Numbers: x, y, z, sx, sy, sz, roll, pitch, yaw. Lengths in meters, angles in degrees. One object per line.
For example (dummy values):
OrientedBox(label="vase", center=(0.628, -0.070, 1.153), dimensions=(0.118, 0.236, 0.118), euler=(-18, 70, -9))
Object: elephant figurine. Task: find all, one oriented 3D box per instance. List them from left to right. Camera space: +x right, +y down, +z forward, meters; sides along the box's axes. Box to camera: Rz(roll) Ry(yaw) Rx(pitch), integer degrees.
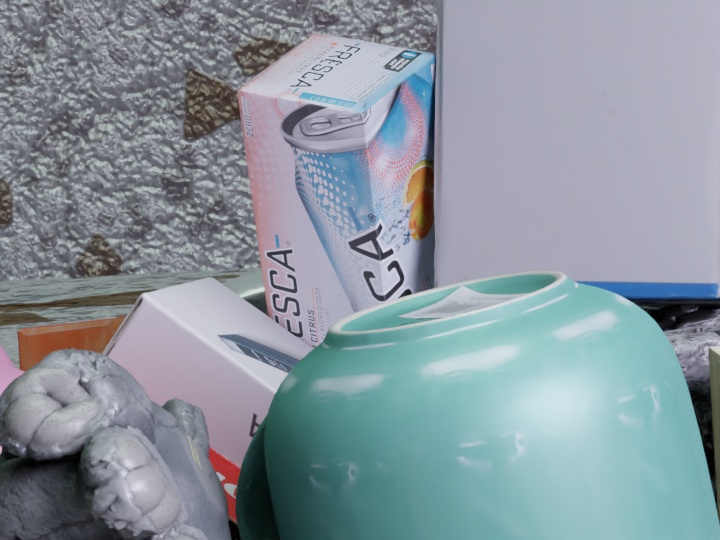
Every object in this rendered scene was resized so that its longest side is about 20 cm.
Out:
OrientedBox(label="elephant figurine", center=(-0.144, 0.119, 0.974), dimensions=(0.200, 0.142, 0.155), euler=(-29, -32, 5))

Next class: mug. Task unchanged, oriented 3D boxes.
OrientedBox(label="mug", center=(0.028, 0.068, 1.014), dimensions=(0.185, 0.114, 0.152), euler=(-11, 7, 12))

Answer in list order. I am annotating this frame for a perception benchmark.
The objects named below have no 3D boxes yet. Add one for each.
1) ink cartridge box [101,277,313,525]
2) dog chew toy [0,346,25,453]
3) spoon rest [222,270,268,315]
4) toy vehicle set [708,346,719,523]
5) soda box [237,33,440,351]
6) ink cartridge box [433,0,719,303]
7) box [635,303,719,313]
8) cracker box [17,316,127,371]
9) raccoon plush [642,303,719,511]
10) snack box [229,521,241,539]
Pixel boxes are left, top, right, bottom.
OrientedBox(label="ink cartridge box", center=(-0.021, 0.082, 1.174), dimensions=(0.200, 0.045, 0.176), euler=(35, 13, 10))
OrientedBox(label="dog chew toy", center=(-0.167, 0.086, 1.185), dimensions=(0.125, 0.125, 0.200), euler=(-8, 23, -44))
OrientedBox(label="spoon rest", center=(-0.004, 0.017, 1.360), dimensions=(0.200, 0.061, 0.099), euler=(-29, -36, -7))
OrientedBox(label="toy vehicle set", center=(0.238, 0.085, 1.099), dimensions=(0.200, 0.124, 0.027), euler=(-3, 4, -2))
OrientedBox(label="soda box", center=(0.000, 0.000, 1.268), dimensions=(0.068, 0.200, 0.064), euler=(12, 35, 30))
OrientedBox(label="ink cartridge box", center=(0.147, -0.058, 1.258), dimensions=(0.147, 0.145, 0.200), euler=(0, -1, 37))
OrientedBox(label="box", center=(0.154, 0.071, 1.385), dimensions=(0.200, 0.117, 0.197), euler=(-7, 5, -24))
OrientedBox(label="cracker box", center=(-0.086, 0.064, 1.512), dimensions=(0.134, 0.058, 0.200), euler=(-7, -10, 11))
OrientedBox(label="raccoon plush", center=(0.089, 0.097, 1.172), dimensions=(0.200, 0.134, 0.097), euler=(-14, 14, -13))
OrientedBox(label="snack box", center=(-0.059, 0.126, 1.149), dimensions=(0.024, 0.072, 0.200), euler=(-28, -3, 18))
